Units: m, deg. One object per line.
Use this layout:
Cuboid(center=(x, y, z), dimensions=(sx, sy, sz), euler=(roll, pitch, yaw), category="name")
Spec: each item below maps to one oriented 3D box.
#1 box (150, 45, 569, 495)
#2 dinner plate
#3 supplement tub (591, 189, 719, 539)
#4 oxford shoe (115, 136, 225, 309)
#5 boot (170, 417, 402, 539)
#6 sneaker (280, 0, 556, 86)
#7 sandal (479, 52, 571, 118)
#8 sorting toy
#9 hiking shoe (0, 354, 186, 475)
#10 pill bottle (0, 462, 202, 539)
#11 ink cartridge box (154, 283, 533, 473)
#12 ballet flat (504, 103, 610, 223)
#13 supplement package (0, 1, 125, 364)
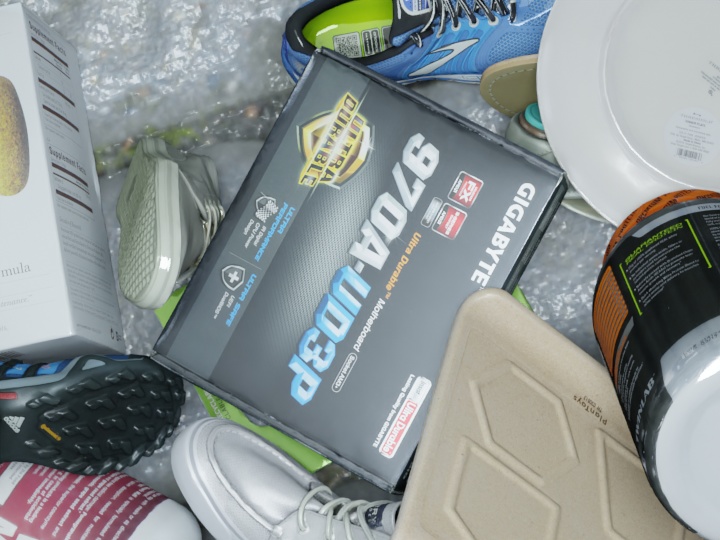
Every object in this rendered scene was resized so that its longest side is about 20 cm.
Cuboid(center=(0.000, 0.000, 1.117), dimensions=(0.159, 0.046, 0.200), euler=(29, 88, 12), category="box")
Cuboid(center=(0.198, -0.107, 1.122), dimensions=(0.199, 0.024, 0.201), euler=(0, 83, 0), category="dinner plate")
Cuboid(center=(0.186, 0.041, 1.026), dimensions=(0.122, 0.200, 0.123), euler=(-1, 116, -3), category="supplement tub")
Cuboid(center=(-0.105, -0.029, 1.152), dimensions=(0.058, 0.200, 0.075), euler=(20, 104, -12), category="oxford shoe")
Cuboid(center=(-0.008, 0.141, 1.124), dimensions=(0.200, 0.096, 0.074), euler=(41, 46, -9), category="boot")
Cuboid(center=(0.048, -0.147, 1.185), dimensions=(0.199, 0.089, 0.079), euler=(-16, 80, 5), category="sneaker")
Cuboid(center=(0.176, -0.129, 1.181), dimensions=(0.211, 0.078, 0.070), euler=(1, 62, 4), category="sandal")
Cuboid(center=(0.101, 0.129, 1.033), dimensions=(0.185, 0.200, 0.036), euler=(37, 133, -14), category="sorting toy")
Cuboid(center=(-0.190, 0.071, 1.123), dimensions=(0.087, 0.199, 0.075), euler=(37, 122, 41), category="hiking shoe")
Cuboid(center=(-0.161, 0.166, 1.165), dimensions=(0.200, 0.110, 0.110), euler=(27, 87, 13), category="pill bottle")
Cuboid(center=(-0.013, 0.026, 1.177), dimensions=(0.200, 0.076, 0.148), euler=(-30, 78, 3), category="ink cartridge box")
Cuboid(center=(0.181, -0.054, 1.168), dimensions=(0.199, 0.067, 0.064), euler=(7, 115, 1), category="ballet flat")
Cuboid(center=(-0.222, -0.042, 1.205), dimensions=(0.113, 0.110, 0.201), euler=(-12, 80, 7), category="supplement package")
